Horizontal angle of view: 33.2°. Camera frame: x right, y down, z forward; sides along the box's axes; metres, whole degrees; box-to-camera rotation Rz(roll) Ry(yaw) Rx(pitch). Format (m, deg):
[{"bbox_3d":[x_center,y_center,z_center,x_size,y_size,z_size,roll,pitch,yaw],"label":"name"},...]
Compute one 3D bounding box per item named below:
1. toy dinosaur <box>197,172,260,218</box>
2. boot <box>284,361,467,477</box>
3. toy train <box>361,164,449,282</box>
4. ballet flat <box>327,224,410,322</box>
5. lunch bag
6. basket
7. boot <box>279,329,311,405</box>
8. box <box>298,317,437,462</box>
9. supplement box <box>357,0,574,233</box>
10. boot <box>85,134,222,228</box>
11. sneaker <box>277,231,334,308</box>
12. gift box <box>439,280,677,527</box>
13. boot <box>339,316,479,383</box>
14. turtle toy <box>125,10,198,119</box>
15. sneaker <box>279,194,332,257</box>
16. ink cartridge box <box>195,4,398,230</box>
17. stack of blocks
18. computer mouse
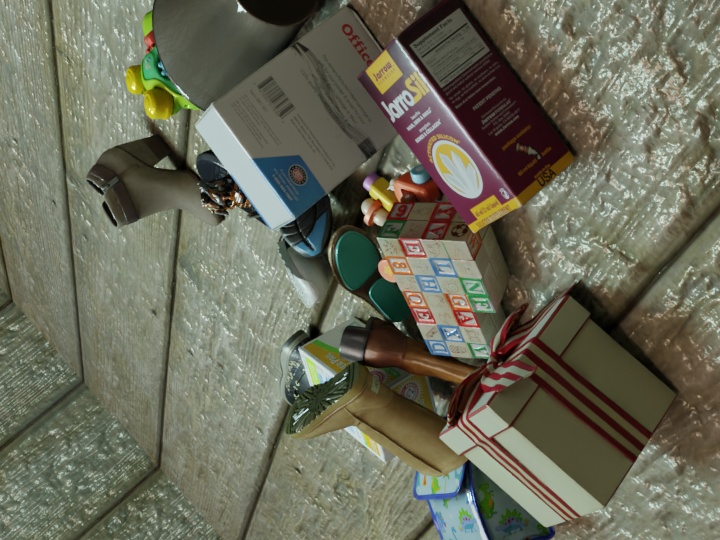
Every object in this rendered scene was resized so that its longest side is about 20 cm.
[{"bbox_3d":[-0.100,-0.125,1.467,0.102,0.198,0.137,50,158,43],"label":"toy dinosaur"},{"bbox_3d":[0.022,0.215,1.573,0.199,0.067,0.174,35,137,-24],"label":"boot"},{"bbox_3d":[0.058,-0.042,1.449,0.149,0.055,0.202,27,146,43],"label":"toy train"},{"bbox_3d":[0.000,0.000,1.550,0.065,0.070,0.200,40,170,43],"label":"ballet flat"},{"bbox_3d":[0.158,0.297,1.679,0.170,0.126,0.203,-26,84,66],"label":"lunch bag"},{"bbox_3d":[-0.136,-0.289,1.352,0.199,0.135,0.183,-21,88,60],"label":"basket"},{"bbox_3d":[-0.056,0.200,1.958,0.153,0.073,0.205,35,153,24],"label":"boot"},{"bbox_3d":[0.012,0.165,1.709,0.199,0.101,0.114,31,143,53],"label":"box"},{"bbox_3d":[0.102,-0.151,1.188,0.201,0.085,0.110,52,156,-3],"label":"supplement box"},{"bbox_3d":[-0.331,-0.115,1.902,0.201,0.146,0.070,49,153,2],"label":"boot"},{"bbox_3d":[-0.060,-0.014,1.571,0.200,0.080,0.077,-115,3,-70],"label":"sneaker"},{"bbox_3d":[0.211,0.140,1.303,0.186,0.185,0.200,40,151,2],"label":"gift box"},{"bbox_3d":[0.090,0.109,1.565,0.197,0.070,0.188,12,174,15],"label":"boot"},{"bbox_3d":[-0.225,-0.271,1.539,0.200,0.144,0.102,49,138,46],"label":"turtle toy"},{"bbox_3d":[-0.068,-0.077,1.553,0.201,0.072,0.082,-109,-9,-49],"label":"sneaker"},{"bbox_3d":[-0.054,-0.164,1.300,0.146,0.200,0.084,52,157,-6],"label":"ink cartridge box"},{"bbox_3d":[0.110,0.014,1.388,0.114,0.059,0.201,3,138,31],"label":"stack of blocks"},{"bbox_3d":[-0.143,-0.112,1.709,0.199,0.053,0.139,36,152,3],"label":"computer mouse"}]
